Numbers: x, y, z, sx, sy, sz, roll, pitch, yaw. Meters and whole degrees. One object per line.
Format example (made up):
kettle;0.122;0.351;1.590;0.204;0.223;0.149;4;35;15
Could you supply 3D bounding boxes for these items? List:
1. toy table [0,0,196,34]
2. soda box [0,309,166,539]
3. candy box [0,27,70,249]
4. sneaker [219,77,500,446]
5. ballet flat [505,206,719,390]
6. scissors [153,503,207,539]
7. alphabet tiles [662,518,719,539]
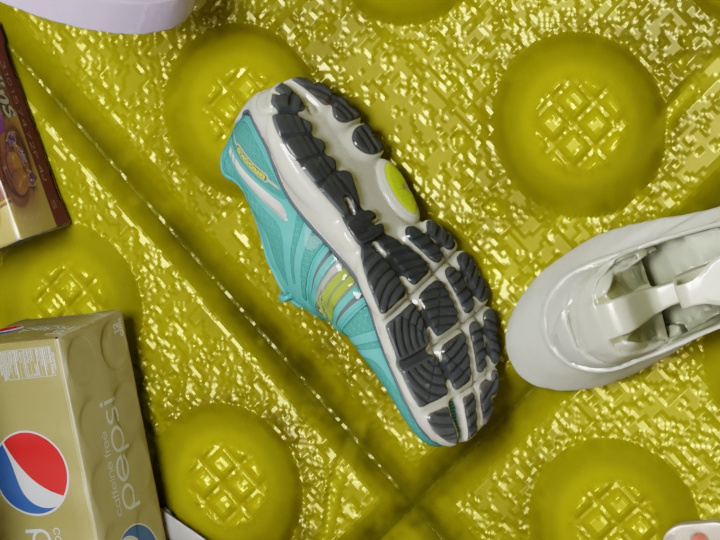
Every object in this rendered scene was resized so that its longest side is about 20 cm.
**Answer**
toy table;-0.154;-0.215;1.253;0.199;0.184;0.117;25;127;9
soda box;-0.148;0.125;1.357;0.064;0.068;0.201;-5;100;26
candy box;-0.265;-0.047;1.394;0.199;0.056;0.117;-19;93;25
sneaker;0.000;0.000;1.287;0.080;0.077;0.201;-39;79;45
ballet flat;0.145;0.008;1.214;0.199;0.069;0.070;-22;92;27
scissors;-0.121;0.120;1.386;0.199;0.014;0.074;17;106;22
alphabet tiles;0.218;0.213;1.254;0.199;0.015;0.197;-7;98;26
